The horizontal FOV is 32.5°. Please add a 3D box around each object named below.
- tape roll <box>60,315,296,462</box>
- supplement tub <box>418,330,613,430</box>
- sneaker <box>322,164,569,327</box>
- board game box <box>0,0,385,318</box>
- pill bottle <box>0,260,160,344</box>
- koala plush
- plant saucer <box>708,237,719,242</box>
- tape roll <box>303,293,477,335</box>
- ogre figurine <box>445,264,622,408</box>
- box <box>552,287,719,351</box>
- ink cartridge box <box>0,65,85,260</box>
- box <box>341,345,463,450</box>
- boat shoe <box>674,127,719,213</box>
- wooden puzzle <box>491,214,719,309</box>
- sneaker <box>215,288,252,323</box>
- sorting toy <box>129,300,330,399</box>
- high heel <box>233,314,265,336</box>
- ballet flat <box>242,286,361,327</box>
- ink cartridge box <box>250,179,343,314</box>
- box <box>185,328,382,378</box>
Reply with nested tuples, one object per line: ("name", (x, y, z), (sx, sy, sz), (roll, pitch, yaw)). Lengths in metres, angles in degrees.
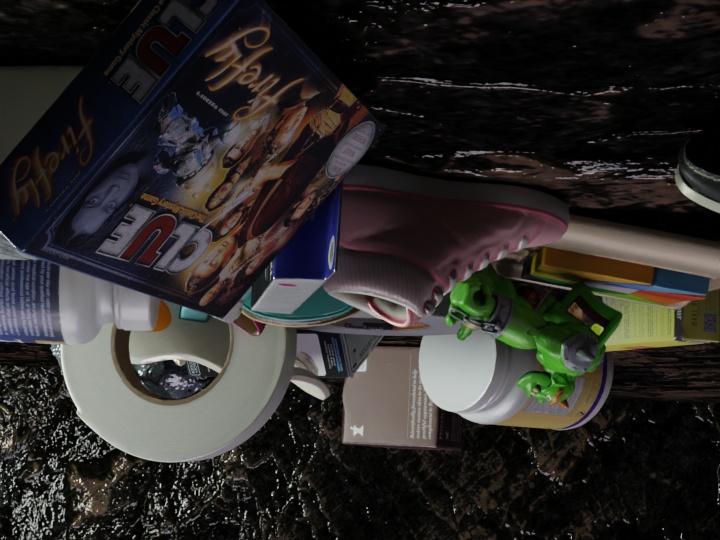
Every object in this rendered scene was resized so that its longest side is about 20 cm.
("tape roll", (-0.154, 0.061, 1.041), (0.202, 0.203, 0.037), (1, 171, 9))
("supplement tub", (0.181, 0.110, 1.439), (0.200, 0.146, 0.145), (10, 168, -40))
("sneaker", (0.057, -0.009, 0.854), (0.200, 0.105, 0.075), (6, 168, -29))
("board game box", (-0.068, -0.050, 0.561), (0.035, 0.136, 0.200), (43, -176, 18))
("pill bottle", (-0.263, 0.003, 0.986), (0.200, 0.111, 0.111), (3, 171, -3))
("koala plush", (-0.248, 0.102, 1.492), (0.183, 0.178, 0.200), (11, 176, 25))
("plant saucer", (0.269, -0.005, 1.094), (0.070, 0.019, 0.200), (9, 170, -33))
("tape roll", (0.015, 0.020, 1.169), (0.200, 0.066, 0.200), (3, 172, 0))
("ogre figurine", (0.140, 0.045, 1.001), (0.120, 0.098, 0.200), (28, 164, 15))
("box", (0.261, 0.041, 1.212), (0.050, 0.075, 0.200), (8, 169, -31))
("ink cartridge box", (-0.185, -0.055, 0.688), (0.200, 0.083, 0.147), (1, 171, 5))
("box", (0.076, 0.217, 2.084), (0.164, 0.166, 0.200), (1, 172, 16))
("boat shoe", (0.265, -0.062, 0.644), (0.200, 0.072, 0.068), (6, 137, 25))
("wooden puzzle", (0.205, 0.001, 1.014), (0.185, 0.037, 0.200), (11, 170, 2))
("sneaker", (-0.148, -0.043, 0.850), (0.200, 0.082, 0.074), (34, 177, -34))
("sorting toy", (-0.121, 0.073, 1.189), (0.180, 0.107, 0.200), (32, -174, 27))
("high heel", (-0.140, -0.007, 0.940), (0.067, 0.096, 0.200), (-4, 169, 36))
("ballet flat", (0.000, 0.000, 0.962), (0.200, 0.069, 0.063), (-11, -175, 4))
("ink cartridge box", (-0.041, -0.031, 0.762), (0.037, 0.095, 0.200), (5, 171, -12))
("box", (-0.084, 0.066, 1.355), (0.200, 0.060, 0.117), (-1, -157, 25))
